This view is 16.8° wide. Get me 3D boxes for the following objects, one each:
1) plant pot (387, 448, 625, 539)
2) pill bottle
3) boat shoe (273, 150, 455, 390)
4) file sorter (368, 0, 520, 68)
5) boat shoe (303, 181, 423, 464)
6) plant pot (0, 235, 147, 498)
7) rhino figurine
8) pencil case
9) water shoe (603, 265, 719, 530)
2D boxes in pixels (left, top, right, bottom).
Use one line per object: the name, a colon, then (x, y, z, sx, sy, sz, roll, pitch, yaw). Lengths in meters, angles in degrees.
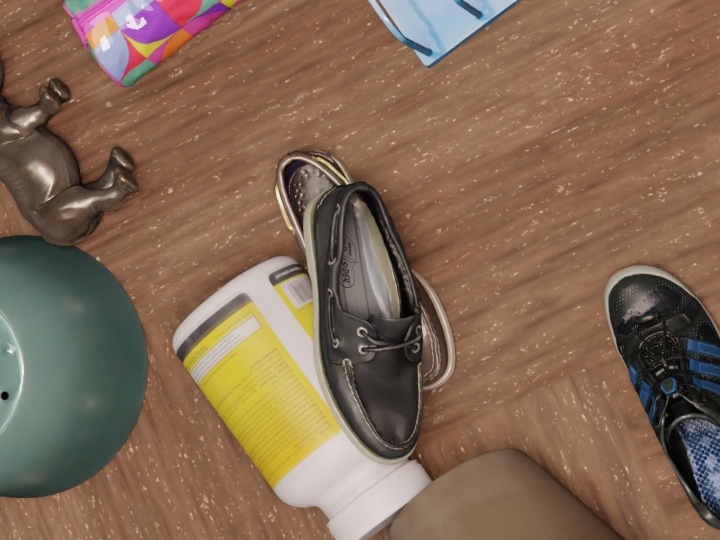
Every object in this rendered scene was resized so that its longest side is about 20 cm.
plant pot: (0.109, 0.226, 1.687, 0.200, 0.200, 0.174, -39, 65, 10)
pill bottle: (-0.037, 0.098, 1.750, 0.112, 0.112, 0.200, -38, 81, 10)
boat shoe: (0.000, 0.000, 1.769, 0.072, 0.060, 0.200, -31, 82, 10)
file sorter: (0.078, -0.262, 1.723, 0.200, 0.123, 0.139, -36, 82, 10)
boat shoe: (0.011, 0.032, 1.688, 0.074, 0.066, 0.200, 0, 74, -27)
plant pot: (-0.274, 0.071, 1.781, 0.200, 0.161, 0.202, 0, 89, 13)
rhino figurine: (-0.254, -0.103, 1.830, 0.087, 0.060, 0.200, -46, 78, 13)
pencil case: (-0.124, -0.222, 1.790, 0.200, 0.088, 0.089, -39, 81, 11)
water shoe: (0.231, 0.086, 1.704, 0.071, 0.079, 0.201, -28, 83, 11)
